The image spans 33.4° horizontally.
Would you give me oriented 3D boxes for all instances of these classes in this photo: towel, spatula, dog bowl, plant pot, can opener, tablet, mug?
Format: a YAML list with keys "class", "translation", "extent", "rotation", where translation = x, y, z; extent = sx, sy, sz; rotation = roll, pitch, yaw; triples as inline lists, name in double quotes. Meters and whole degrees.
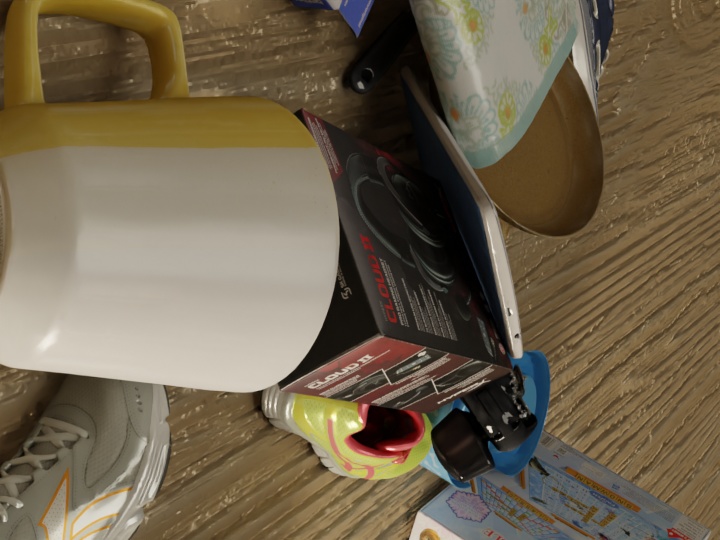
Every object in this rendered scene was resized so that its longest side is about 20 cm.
- class: "towel"
  translation: [0.091, -0.195, 0.838]
  extent: [0.201, 0.048, 0.172]
  rotation: [-58, 133, -43]
- class: "spatula"
  translation: [0.048, -0.190, 0.861]
  extent: [0.057, 0.020, 0.200]
  rotation: [49, 60, -20]
- class: "dog bowl"
  translation: [0.100, 0.119, 1.020]
  extent: [0.199, 0.049, 0.113]
  rotation: [3, 98, -59]
- class: "plant pot"
  translation: [0.118, -0.117, 0.925]
  extent: [0.199, 0.027, 0.202]
  rotation: [19, 61, -39]
- class: "can opener"
  translation: [0.073, 0.075, 0.873]
  extent: [0.200, 0.078, 0.064]
  rotation: [-111, 178, -65]
- class: "tablet"
  translation: [0.069, -0.045, 0.827]
  extent: [0.014, 0.201, 0.131]
  rotation: [-18, 127, -3]
- class: "mug"
  translation: [-0.123, -0.027, 0.575]
  extent: [0.152, 0.187, 0.150]
  rotation: [1, 132, -43]

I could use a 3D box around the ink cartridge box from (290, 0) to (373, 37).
- class: "ink cartridge box"
  translation: [-0.036, -0.241, 0.702]
  extent: [0.200, 0.042, 0.120]
  rotation: [41, 66, -52]

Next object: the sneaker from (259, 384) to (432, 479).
- class: "sneaker"
  translation: [0.012, 0.111, 0.847]
  extent: [0.200, 0.090, 0.079]
  rotation: [32, 73, -57]

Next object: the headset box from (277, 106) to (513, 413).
- class: "headset box"
  translation: [0.000, 0.000, 0.740]
  extent: [0.200, 0.077, 0.150]
  rotation: [21, 45, -58]

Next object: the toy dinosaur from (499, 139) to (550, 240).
- class: "toy dinosaur"
  translation: [0.109, -0.075, 0.961]
  extent: [0.101, 0.058, 0.201]
  rotation: [-55, 144, -35]

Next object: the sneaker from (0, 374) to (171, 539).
- class: "sneaker"
  translation: [-0.164, 0.121, 0.596]
  extent: [0.092, 0.075, 0.202]
  rotation: [36, 67, -48]

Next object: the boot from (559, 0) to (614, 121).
- class: "boot"
  translation: [0.190, -0.168, 1.045]
  extent: [0.090, 0.072, 0.202]
  rotation: [-31, 125, -42]

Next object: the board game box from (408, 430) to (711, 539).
- class: "board game box"
  translation: [0.175, 0.231, 1.038]
  extent: [0.199, 0.199, 0.041]
  rotation: [-26, 139, -50]
